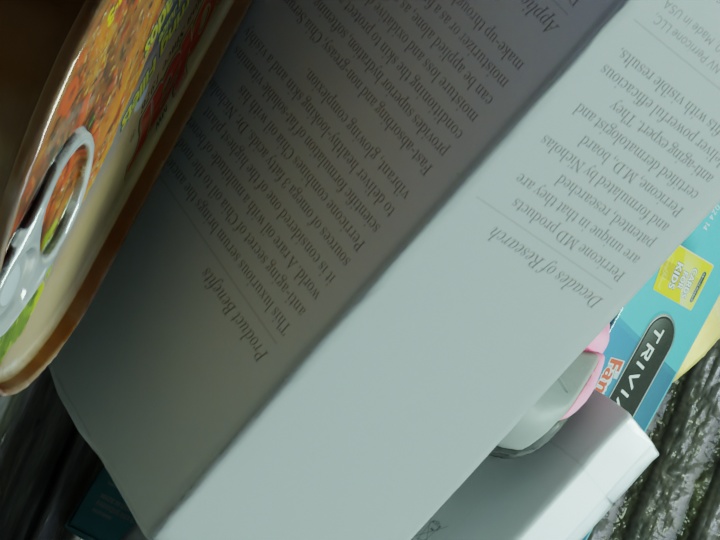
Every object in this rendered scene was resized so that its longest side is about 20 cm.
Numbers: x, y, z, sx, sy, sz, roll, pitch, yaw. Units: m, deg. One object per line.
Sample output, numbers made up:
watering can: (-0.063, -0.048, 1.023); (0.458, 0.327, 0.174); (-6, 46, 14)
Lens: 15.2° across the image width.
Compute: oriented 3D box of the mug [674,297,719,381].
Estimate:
mug: (0.070, -0.037, 1.008); (0.149, 0.186, 0.153); (-40, 136, -16)

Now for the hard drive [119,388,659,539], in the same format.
hard drive: (-0.024, 0.095, 0.758); (0.200, 0.132, 0.027); (-46, 125, -8)

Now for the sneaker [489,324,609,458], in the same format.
sneaker: (0.000, 0.000, 0.766); (0.095, 0.079, 0.200); (-55, -145, 19)

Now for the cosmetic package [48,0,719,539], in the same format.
cosmetic package: (0.017, -0.027, 0.642); (0.200, 0.101, 0.071); (-48, 133, 11)

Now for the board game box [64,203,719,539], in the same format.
board game box: (0.018, 0.028, 0.851); (0.200, 0.151, 0.047); (-60, 140, -9)

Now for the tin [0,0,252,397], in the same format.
tin: (-0.051, -0.066, 0.584); (0.112, 0.042, 0.200); (93, 19, -58)
